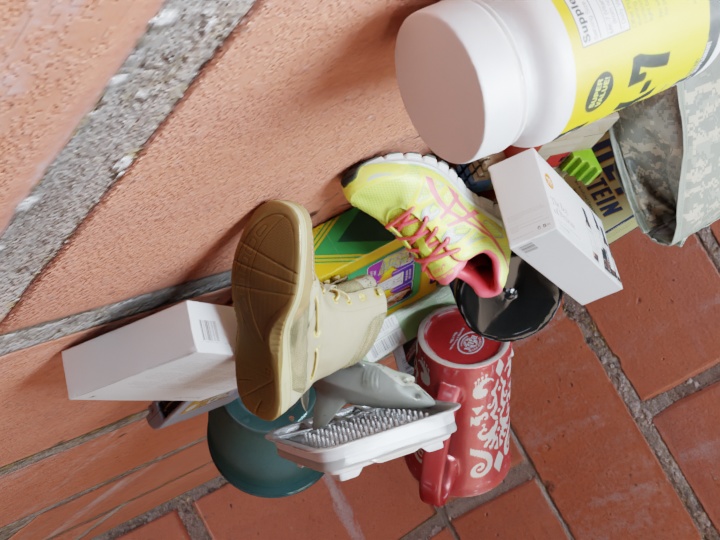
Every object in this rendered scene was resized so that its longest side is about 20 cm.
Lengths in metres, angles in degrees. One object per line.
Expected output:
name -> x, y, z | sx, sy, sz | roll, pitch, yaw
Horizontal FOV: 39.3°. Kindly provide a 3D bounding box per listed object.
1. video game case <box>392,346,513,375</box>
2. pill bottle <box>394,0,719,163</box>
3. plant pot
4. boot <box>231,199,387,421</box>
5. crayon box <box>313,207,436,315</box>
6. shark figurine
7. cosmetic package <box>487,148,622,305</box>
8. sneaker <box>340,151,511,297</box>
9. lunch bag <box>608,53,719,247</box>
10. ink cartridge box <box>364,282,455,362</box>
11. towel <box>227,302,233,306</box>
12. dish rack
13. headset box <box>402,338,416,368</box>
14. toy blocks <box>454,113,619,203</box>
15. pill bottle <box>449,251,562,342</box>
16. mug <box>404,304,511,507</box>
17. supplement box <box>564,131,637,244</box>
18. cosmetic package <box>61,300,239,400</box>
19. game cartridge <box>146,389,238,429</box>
video game case -> 0.116, 0.072, 1.441 | 0.182, 0.202, 0.023 | -34, 145, 30
pill bottle -> 0.128, -0.147, 0.642 | 0.199, 0.115, 0.114 | -25, 169, -23
plant pot -> -0.125, 0.193, 1.404 | 0.199, 0.201, 0.189 | -27, 157, -15
boot -> -0.038, 0.019, 0.901 | 0.155, 0.072, 0.202 | -25, 126, -48
crayon box -> 0.000, 0.000, 1.073 | 0.171, 0.059, 0.200 | -27, 159, -11
shark figurine -> -0.036, 0.127, 1.071 | 0.127, 0.090, 0.214 | 26, 167, -32
cosmetic package -> 0.188, -0.037, 0.947 | 0.050, 0.083, 0.200 | -25, 154, 22
sneaker -> 0.067, -0.036, 0.901 | 0.199, 0.091, 0.078 | 22, 145, -30
lunch bag -> 0.331, -0.139, 0.978 | 0.163, 0.202, 0.117 | -25, -152, -23
ink cartridge box -> 0.026, 0.052, 1.261 | 0.145, 0.048, 0.200 | -31, -165, -14
towel -> -0.134, 0.062, 1.173 | 0.146, 0.030, 0.200 | -16, 162, -47
dish rack -> 0.002, 0.176, 1.058 | 0.170, 0.044, 0.200 | -13, 180, -22
headset box -> 0.121, 0.049, 1.315 | 0.149, 0.075, 0.200 | -53, -163, 16
toy blocks -> 0.143, -0.113, 0.949 | 0.135, 0.101, 0.200 | -12, 158, -29
pill bottle -> 0.142, -0.019, 1.090 | 0.111, 0.112, 0.201 | -31, -154, 10
mug -> 0.121, 0.163, 1.170 | 0.132, 0.178, 0.202 | -5, 128, -5
supplement box -> 0.311, -0.127, 1.186 | 0.199, 0.135, 0.199 | -35, 169, 27
cosmetic package -> -0.158, 0.082, 0.959 | 0.150, 0.052, 0.199 | -23, 163, 23
game cartridge -> -0.165, 0.126, 1.212 | 0.132, 0.042, 0.200 | -12, 159, -40
